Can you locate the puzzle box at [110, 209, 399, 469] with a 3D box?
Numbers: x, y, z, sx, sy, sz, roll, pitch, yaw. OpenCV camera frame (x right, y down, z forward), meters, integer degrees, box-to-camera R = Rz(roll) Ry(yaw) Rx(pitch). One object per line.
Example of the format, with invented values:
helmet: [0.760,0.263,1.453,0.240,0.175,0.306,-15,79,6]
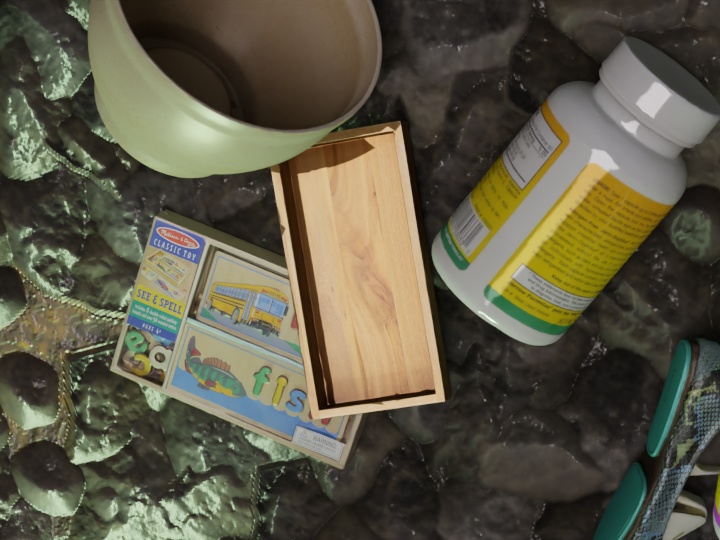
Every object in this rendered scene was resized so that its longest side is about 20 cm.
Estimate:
puzzle box: [-0.079,0.051,1.468,0.200,0.025,0.133,21,108,10]

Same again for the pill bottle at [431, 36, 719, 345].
pill bottle: [0.148,-0.056,1.328,0.113,0.113,0.200,39,111,4]

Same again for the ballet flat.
ballet flat: [0.224,0.144,1.384,0.074,0.074,0.200,25,113,9]

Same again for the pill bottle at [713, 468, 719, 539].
pill bottle: [0.297,0.100,1.302,0.104,0.104,0.200,12,124,13]

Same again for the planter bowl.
planter bowl: [-0.104,-0.147,1.352,0.200,0.200,0.135,47,139,1]

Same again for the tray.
tray: [0.000,0.000,1.406,0.099,0.037,0.200,-9,92,12]
